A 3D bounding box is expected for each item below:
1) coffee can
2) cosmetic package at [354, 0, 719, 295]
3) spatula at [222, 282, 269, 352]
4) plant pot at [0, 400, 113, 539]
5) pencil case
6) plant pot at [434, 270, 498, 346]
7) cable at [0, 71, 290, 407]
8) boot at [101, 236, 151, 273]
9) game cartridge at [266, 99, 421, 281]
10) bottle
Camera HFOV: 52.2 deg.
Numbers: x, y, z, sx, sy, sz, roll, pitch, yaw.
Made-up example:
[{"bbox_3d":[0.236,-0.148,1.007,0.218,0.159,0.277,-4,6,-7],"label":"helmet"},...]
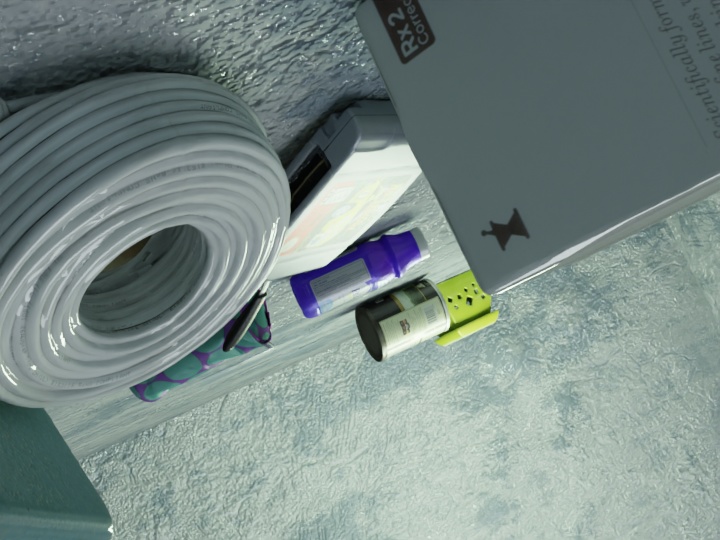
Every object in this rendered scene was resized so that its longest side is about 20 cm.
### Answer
[{"bbox_3d":[0.105,0.124,1.850,0.198,0.148,0.146,-22,172,-19],"label":"coffee can"},{"bbox_3d":[0.134,-0.104,0.414,0.164,0.166,0.199,-29,172,29],"label":"cosmetic package"},{"bbox_3d":[-0.094,0.007,0.712,0.201,0.020,0.056,-62,169,28],"label":"spatula"},{"bbox_3d":[-0.273,0.098,0.325,0.195,0.197,0.200,-38,161,-9],"label":"plant pot"},{"bbox_3d":[-0.210,0.098,0.958,0.198,0.086,0.092,-26,144,14],"label":"pencil case"},{"bbox_3d":[0.308,0.122,2.333,0.198,0.183,0.199,-22,171,-26],"label":"plant pot"},{"bbox_3d":[-0.124,-0.012,0.391,0.199,0.069,0.201,-29,154,-30],"label":"cable"},{"bbox_3d":[-0.159,0.001,0.598,0.200,0.071,0.143,-28,178,44],"label":"boot"},{"bbox_3d":[-0.021,-0.058,0.596,0.133,0.041,0.200,-21,162,-51],"label":"game cartridge"},{"bbox_3d":[0.000,0.000,1.032,0.198,0.066,0.084,-24,171,-6],"label":"bottle"}]
